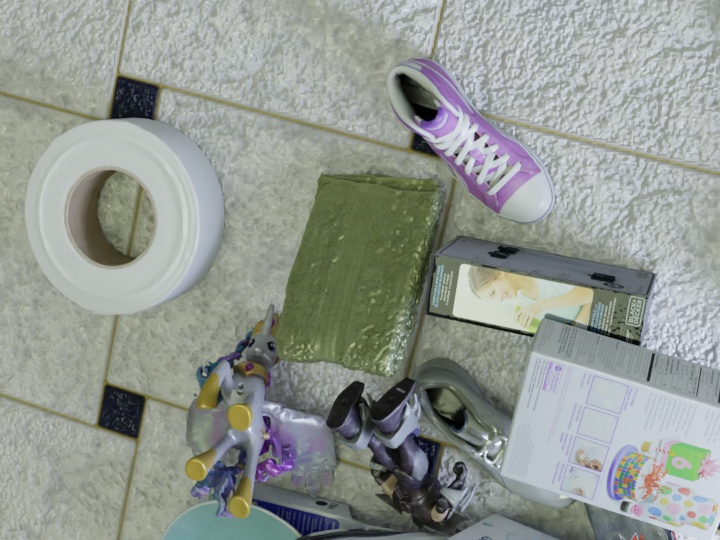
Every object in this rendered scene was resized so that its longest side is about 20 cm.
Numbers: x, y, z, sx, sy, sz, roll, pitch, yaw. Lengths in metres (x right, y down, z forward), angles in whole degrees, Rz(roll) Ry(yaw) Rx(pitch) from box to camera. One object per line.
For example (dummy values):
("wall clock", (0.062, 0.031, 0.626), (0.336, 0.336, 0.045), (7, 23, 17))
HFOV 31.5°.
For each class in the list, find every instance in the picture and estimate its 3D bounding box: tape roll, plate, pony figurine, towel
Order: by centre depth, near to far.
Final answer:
("towel", (0.000, 0.000, 1.237), (0.148, 0.036, 0.201), (7, 75, 30))
("pony figurine", (-0.111, 0.155, 1.272), (0.165, 0.200, 0.194), (7, 115, 9))
("tape roll", (-0.245, -0.057, 1.325), (0.201, 0.071, 0.204), (2, 99, 16))
("plate", (-0.119, 0.323, 1.326), (0.199, 0.026, 0.201), (7, 112, 18))

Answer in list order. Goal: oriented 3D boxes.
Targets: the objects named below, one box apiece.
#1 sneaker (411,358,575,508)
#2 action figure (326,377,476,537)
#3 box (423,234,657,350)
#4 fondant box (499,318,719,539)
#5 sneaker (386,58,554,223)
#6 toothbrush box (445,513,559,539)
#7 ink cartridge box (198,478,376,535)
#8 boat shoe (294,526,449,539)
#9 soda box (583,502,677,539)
("sneaker", (0.126, 0.166, 1.237), (0.199, 0.087, 0.075), (35, 99, 8))
("action figure", (0.047, 0.189, 1.241), (0.130, 0.070, 0.200), (8, 141, 36))
("box", (0.169, 0.022, 1.190), (0.199, 0.117, 0.061), (12, 103, 13))
("fondant box", (0.235, 0.141, 1.125), (0.199, 0.058, 0.145), (17, 125, 12))
("sneaker", (0.096, -0.116, 1.192), (0.200, 0.114, 0.073), (44, 106, 5))
("toothbrush box", (0.161, 0.312, 1.169), (0.199, 0.146, 0.086), (17, 109, 35))
("ink cartridge box", (-0.077, 0.284, 1.341), (0.199, 0.039, 0.100), (12, 102, 16))
("boat shoe", (0.021, 0.287, 1.263), (0.068, 0.199, 0.072), (18, 100, 57))
("soda box", (0.269, 0.269, 1.221), (0.070, 0.063, 0.201), (-18, 92, 18))
